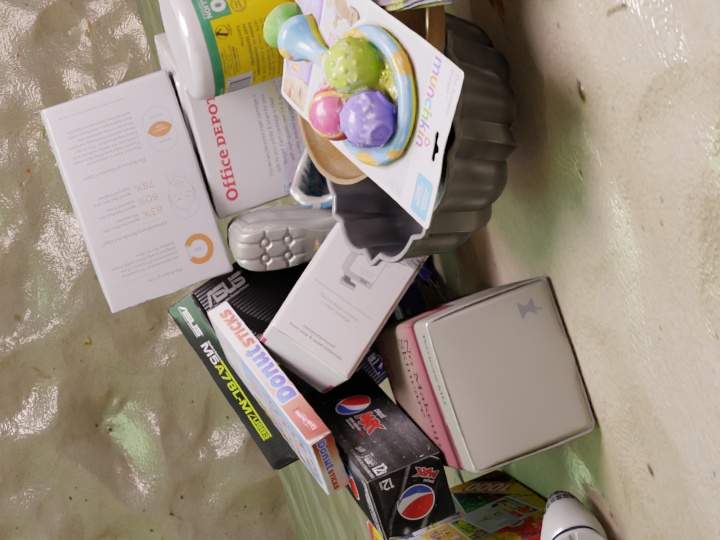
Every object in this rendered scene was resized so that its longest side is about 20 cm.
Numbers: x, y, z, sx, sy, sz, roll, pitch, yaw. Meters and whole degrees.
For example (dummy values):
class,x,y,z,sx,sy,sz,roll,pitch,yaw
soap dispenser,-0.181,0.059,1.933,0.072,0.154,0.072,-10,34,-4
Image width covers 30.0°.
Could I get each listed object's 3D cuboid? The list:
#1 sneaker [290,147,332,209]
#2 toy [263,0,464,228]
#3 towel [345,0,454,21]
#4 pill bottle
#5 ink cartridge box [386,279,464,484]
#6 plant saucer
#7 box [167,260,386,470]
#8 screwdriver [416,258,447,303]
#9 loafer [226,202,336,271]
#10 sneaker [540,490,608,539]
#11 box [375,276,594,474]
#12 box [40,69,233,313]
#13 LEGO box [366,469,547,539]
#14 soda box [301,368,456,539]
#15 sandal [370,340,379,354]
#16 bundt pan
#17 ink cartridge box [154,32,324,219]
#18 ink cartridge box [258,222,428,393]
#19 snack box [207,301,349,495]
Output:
class,x,y,z,sx,sy,sz,roll,pitch,yaw
sneaker,-0.005,-0.131,1.225,0.072,0.072,0.201,40,130,13
toy,-0.012,-0.126,0.920,0.200,0.047,0.116,48,138,43
towel,0.031,-0.267,0.902,0.143,0.023,0.203,6,92,62
pill bottle,-0.069,-0.231,1.182,0.113,0.198,0.114,161,90,-78
ink cartridge box,0.062,0.094,1.384,0.200,0.047,0.200,-143,31,-70
plant saucer,0.011,-0.162,0.986,0.200,0.035,0.203,-14,75,60
box,-0.075,0.071,1.366,0.047,0.200,0.194,-28,95,38
screwdriver,0.076,0.020,1.320,0.029,0.028,0.200,42,-172,-40
loafer,-0.033,-0.040,1.317,0.070,0.198,0.071,-123,37,-56
sneaker,0.189,0.283,1.126,0.081,0.075,0.202,-109,10,-67
box,0.097,0.088,1.126,0.200,0.108,0.129,156,95,-78
box,-0.217,-0.077,1.298,0.097,0.123,0.202,-159,51,-74
LEGO box,0.106,0.266,1.248,0.200,0.147,0.078,-164,55,-75
soda box,0.012,0.158,1.182,0.200,0.070,0.064,-138,30,-65
sandal,-0.017,0.023,1.367,0.076,0.043,0.201,59,-179,-39
bundt pan,0.050,-0.102,1.021,0.201,0.075,0.205,-14,74,59
ink cartridge box,-0.084,-0.172,1.334,0.145,0.198,0.149,-127,22,-55
ink cartridge box,0.000,0.000,1.192,0.082,0.201,0.147,34,166,-2
snack box,-0.075,0.109,1.185,0.200,0.024,0.072,46,160,44
